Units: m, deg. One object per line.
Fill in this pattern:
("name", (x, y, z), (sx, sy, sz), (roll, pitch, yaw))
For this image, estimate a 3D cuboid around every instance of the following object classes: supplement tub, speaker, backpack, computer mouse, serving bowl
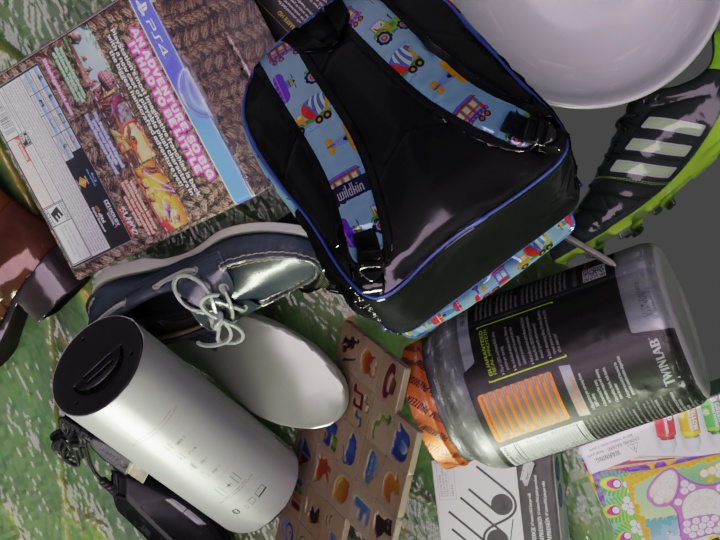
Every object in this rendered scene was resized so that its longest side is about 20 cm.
("supplement tub", (0.138, 0.067, 1.246), (0.199, 0.123, 0.123), (-19, 97, 15))
("speaker", (-0.130, 0.113, 1.252), (0.081, 0.081, 0.200), (-30, 136, 16))
("backpack", (0.026, -0.081, 1.154), (0.182, 0.135, 0.200), (-38, 65, 0))
("computer mouse", (-0.154, 0.171, 1.340), (0.200, 0.140, 0.046), (42, 68, 6))
("serving bowl", (0.153, -0.210, 1.206), (0.199, 0.066, 0.201), (0, 92, 2))

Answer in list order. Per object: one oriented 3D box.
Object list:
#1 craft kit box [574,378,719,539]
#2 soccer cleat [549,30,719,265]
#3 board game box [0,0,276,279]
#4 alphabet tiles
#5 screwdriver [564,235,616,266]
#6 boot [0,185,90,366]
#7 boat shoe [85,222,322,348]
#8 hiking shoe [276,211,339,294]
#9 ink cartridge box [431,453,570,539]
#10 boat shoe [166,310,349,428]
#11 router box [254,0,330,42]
("craft kit box", (0.286, 0.177, 1.277), (0.199, 0.049, 0.198), (-23, 98, 16))
("soccer cleat", (0.203, -0.084, 1.236), (0.200, 0.068, 0.081), (-41, 80, 11))
("board game box", (-0.150, -0.108, 1.248), (0.200, 0.097, 0.160), (-21, 99, 40))
("alphabet tiles", (-0.009, 0.147, 1.289), (0.008, 0.167, 0.201), (4, 107, -29))
("screwdriver", (0.101, -0.054, 1.241), (0.200, 0.028, 0.029), (28, 131, 32))
("boot", (-0.340, -0.010, 1.365), (0.188, 0.068, 0.200), (-42, 89, 17))
("boat shoe", (-0.111, 0.017, 1.233), (0.199, 0.062, 0.075), (-12, 139, 23))
("hiking shoe", (0.000, 0.000, 1.284), (0.199, 0.076, 0.101), (-18, 119, 31))
("ink cartridge box", (0.114, 0.231, 1.324), (0.094, 0.044, 0.201), (-5, 100, 15))
("boat shoe", (-0.091, 0.053, 1.320), (0.200, 0.071, 0.070), (26, 106, 14))
("router box", (-0.035, -0.181, 1.262), (0.200, 0.051, 0.149), (46, 108, 7))
